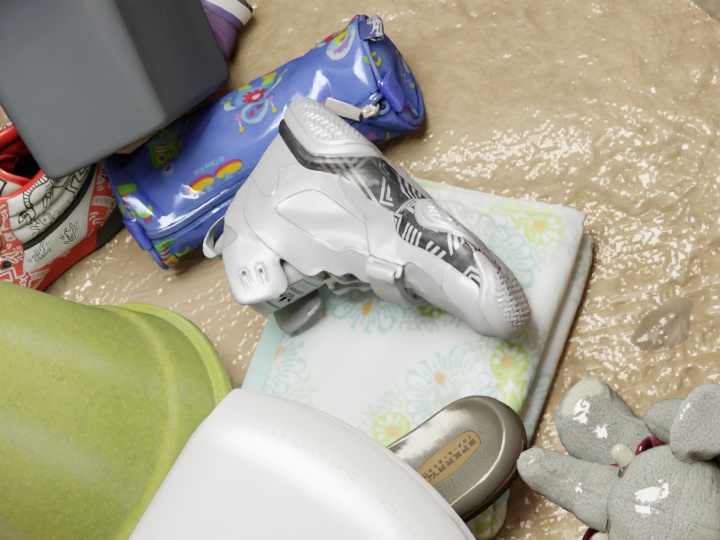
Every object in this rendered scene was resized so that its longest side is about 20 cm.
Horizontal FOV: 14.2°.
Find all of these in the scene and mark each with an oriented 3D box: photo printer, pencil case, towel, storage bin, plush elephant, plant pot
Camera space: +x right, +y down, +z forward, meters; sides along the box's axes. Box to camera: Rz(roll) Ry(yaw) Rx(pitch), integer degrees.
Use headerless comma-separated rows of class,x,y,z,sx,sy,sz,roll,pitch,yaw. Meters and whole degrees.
photo printer,-0.046,0.172,1.496,0.166,0.069,0.200,33,96,15
pencil case,-0.057,-0.076,1.724,0.200,0.078,0.087,-29,21,11
towel,0.028,0.042,1.650,0.171,0.048,0.200,11,72,29
storage bin,-0.165,-0.136,1.692,0.145,0.200,0.134,-25,97,17
plush elephant,0.148,0.131,1.487,0.200,0.155,0.165,16,74,30
plant pot,-0.205,0.084,1.630,0.200,0.184,0.201,-17,60,33

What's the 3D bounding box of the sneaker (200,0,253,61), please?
sneaker,-0.170,-0.162,1.824,0.200,0.076,0.088,22,83,31

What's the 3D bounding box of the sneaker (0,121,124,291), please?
sneaker,-0.233,-0.007,1.756,0.201,0.108,0.067,-47,57,-2

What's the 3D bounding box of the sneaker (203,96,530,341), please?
sneaker,0.000,0.000,1.616,0.115,0.075,0.200,-49,61,3

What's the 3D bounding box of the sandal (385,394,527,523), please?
sandal,0.005,0.137,1.552,0.200,0.055,0.082,-40,55,-3
